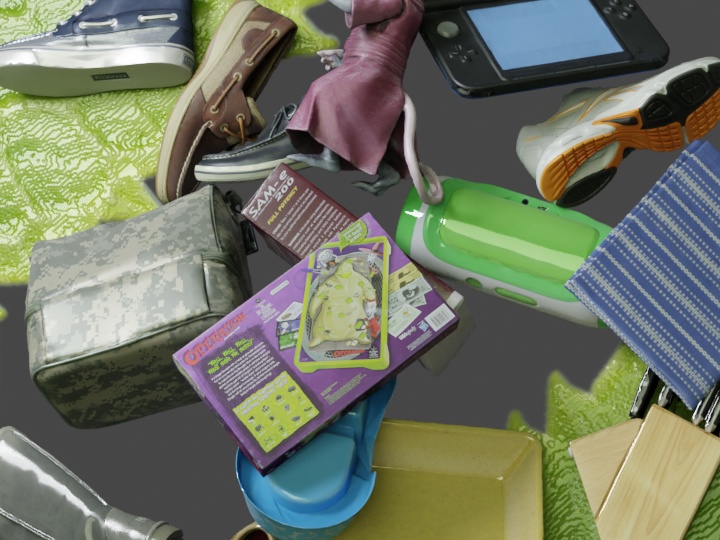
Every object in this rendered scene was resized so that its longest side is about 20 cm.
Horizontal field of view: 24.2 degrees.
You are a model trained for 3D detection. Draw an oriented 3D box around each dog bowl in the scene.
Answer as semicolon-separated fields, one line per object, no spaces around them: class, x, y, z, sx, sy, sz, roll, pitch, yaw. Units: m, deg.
dog bowl;-0.036;0.131;1.352;0.110;0.050;0.201;13;52;1

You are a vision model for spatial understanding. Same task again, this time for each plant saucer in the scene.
plant saucer;0.047;0.219;1.358;0.198;0.049;0.201;6;53;-3

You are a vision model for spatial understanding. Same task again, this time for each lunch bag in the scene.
lunch bag;-0.186;0.023;1.448;0.198;0.140;0.169;-17;59;5

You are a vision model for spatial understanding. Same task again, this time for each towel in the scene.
towel;0.272;-0.001;1.364;0.145;0.024;0.200;44;63;4

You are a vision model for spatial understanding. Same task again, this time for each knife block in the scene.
knife block;0.265;0.160;1.360;0.174;0.064;0.202;-19;75;8

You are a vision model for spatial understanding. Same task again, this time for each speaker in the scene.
speaker;0.133;-0.017;1.415;0.198;0.088;0.089;19;83;15

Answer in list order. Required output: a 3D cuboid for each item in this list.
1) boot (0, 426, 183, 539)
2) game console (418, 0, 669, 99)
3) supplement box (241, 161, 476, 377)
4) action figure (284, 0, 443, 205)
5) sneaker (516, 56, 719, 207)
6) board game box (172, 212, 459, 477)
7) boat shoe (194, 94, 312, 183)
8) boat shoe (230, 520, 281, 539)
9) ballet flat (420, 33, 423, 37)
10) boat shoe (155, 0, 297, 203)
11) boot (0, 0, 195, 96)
boot;-0.261;0.254;1.451;0.198;0.072;0.184;21;93;18
game console;0.148;-0.249;1.401;0.198;0.119;0.171;-11;46;-15
supplement box;0.000;0.000;1.427;0.199;0.109;0.061;37;84;16
action figure;0.013;-0.171;1.370;0.148;0.134;0.202;17;85;19
sneaker;0.220;-0.137;1.430;0.199;0.076;0.092;-27;41;-10
board game box;-0.034;0.056;1.325;0.199;0.032;0.120;-36;75;-15
boat shoe;-0.052;-0.120;1.473;0.198;0.075;0.063;-17;94;-3
boat shoe;-0.116;0.285;1.349;0.074;0.066;0.201;26;87;22
ballet flat;0.060;-0.255;1.496;0.069;0.069;0.200;-43;73;1
boat shoe;-0.117;-0.144;1.504;0.071;0.072;0.201;24;81;13
boot;-0.249;-0.217;1.553;0.198;0.073;0.091;-1;71;4
